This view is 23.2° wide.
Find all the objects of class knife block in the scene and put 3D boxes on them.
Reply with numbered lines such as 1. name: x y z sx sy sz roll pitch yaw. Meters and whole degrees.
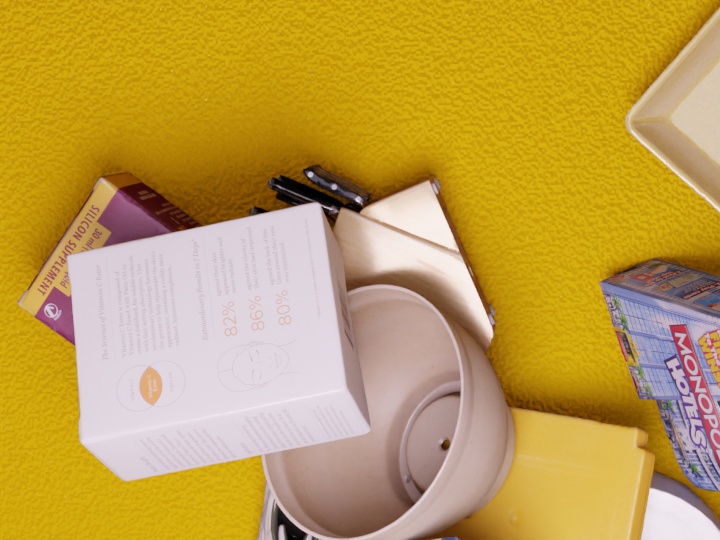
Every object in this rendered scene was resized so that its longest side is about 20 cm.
1. knife block: 0.000 0.000 1.448 0.175 0.064 0.201 -24 94 9

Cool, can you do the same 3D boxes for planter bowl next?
1. planter bowl: 0.038 0.127 1.383 0.199 0.134 0.202 -17 62 35

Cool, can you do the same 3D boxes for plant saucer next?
1. plant saucer: 0.347 -0.129 1.406 0.200 0.048 0.200 42 99 1

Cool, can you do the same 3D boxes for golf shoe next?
1. golf shoe: -0.061 0.242 1.465 0.078 0.097 0.202 3 98 4

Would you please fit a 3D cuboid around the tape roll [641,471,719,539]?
1. tape roll: 0.216 0.268 1.452 0.201 0.071 0.204 1 96 5

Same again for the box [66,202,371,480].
1. box: -0.106 0.055 1.313 0.198 0.106 0.153 -11 66 6

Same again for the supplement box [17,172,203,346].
1. supplement box: -0.159 0.029 1.448 0.199 0.103 0.131 35 97 1

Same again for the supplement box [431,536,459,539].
1. supplement box: 0.060 0.320 1.340 0.199 0.200 0.135 39 59 -21

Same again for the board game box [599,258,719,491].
1. board game box: 0.287 0.087 1.359 0.061 0.200 0.201 -21 94 -20

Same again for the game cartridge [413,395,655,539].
1. game cartridge: 0.132 0.201 1.409 0.199 0.032 0.178 7 82 33
